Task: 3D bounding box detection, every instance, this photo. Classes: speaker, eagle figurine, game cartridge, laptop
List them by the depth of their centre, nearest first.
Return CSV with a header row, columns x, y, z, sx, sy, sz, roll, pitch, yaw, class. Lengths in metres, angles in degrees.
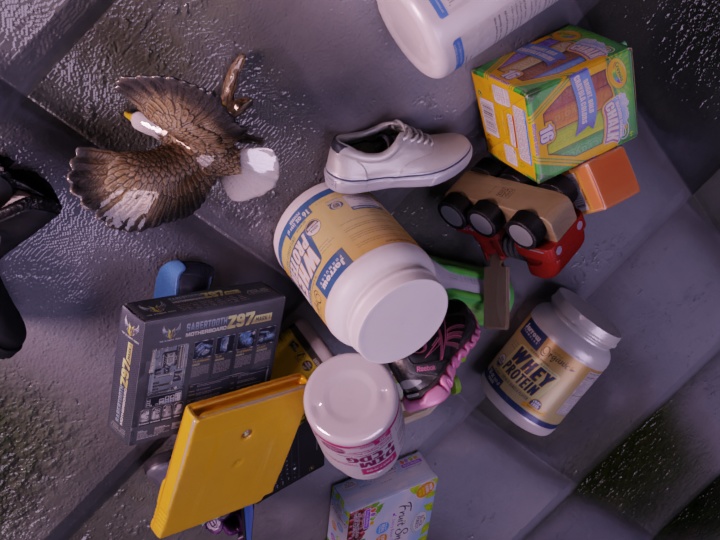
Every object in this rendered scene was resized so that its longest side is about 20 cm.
x,y,z,sx,sy,sz,roll,pitch,yaw,class
-0.182,-0.126,1.079,0.150,0.200,0.152,-7,103,18,eagle figurine
-0.157,0.223,1.313,0.176,0.032,0.201,-12,136,-42,game cartridge
0.124,0.026,1.502,0.200,0.088,0.089,12,118,-43,speaker
-0.107,0.295,1.537,0.199,0.103,0.178,-25,139,-27,laptop

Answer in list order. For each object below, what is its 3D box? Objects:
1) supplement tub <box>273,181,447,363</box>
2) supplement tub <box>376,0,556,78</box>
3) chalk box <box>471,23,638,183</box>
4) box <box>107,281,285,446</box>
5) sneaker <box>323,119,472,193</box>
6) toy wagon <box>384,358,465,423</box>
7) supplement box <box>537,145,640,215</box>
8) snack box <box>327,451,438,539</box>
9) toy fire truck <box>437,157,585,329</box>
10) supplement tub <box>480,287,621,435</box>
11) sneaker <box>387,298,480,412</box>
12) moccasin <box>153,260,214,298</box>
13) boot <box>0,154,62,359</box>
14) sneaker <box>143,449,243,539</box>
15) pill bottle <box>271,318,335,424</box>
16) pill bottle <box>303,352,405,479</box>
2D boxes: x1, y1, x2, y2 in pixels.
x,y,z,sx,sy,sz,roll,pitch,yaw,class
0.000,0.000,1.291,0.144,0.200,0.145,-21,136,-22,supplement tub
0.127,-0.310,1.161,0.200,0.132,0.132,-34,140,-7,supplement tub
0.259,-0.216,1.337,0.199,0.124,0.125,-26,124,-15,chalk box
-0.187,0.103,1.249,0.200,0.051,0.158,-11,122,-43,box
0.052,-0.143,1.300,0.199,0.073,0.071,-15,138,-26,sneaker
0.084,0.150,1.620,0.155,0.040,0.201,-18,135,-25,toy wagon
0.270,-0.105,1.415,0.066,0.200,0.069,-27,97,-24,supplement box
0.033,0.412,1.797,0.168,0.068,0.201,-16,136,-26,snack box
0.202,-0.022,1.412,0.129,0.176,0.200,-47,132,-23,toy fire truck
0.298,0.141,1.695,0.144,0.144,0.200,20,112,-46,supplement tub
0.086,0.084,1.357,0.079,0.200,0.096,-24,110,32,sneaker
-0.212,0.081,1.295,0.068,0.080,0.201,-8,131,-38,moccasin
-0.362,-0.013,1.093,0.168,0.076,0.200,-38,134,4,boot
-0.215,0.309,1.483,0.074,0.088,0.200,-32,143,17,sneaker
-0.120,0.163,1.414,0.200,0.112,0.113,-37,140,-4,pill bottle
-0.002,0.188,1.344,0.113,0.114,0.200,-33,156,-9,pill bottle
